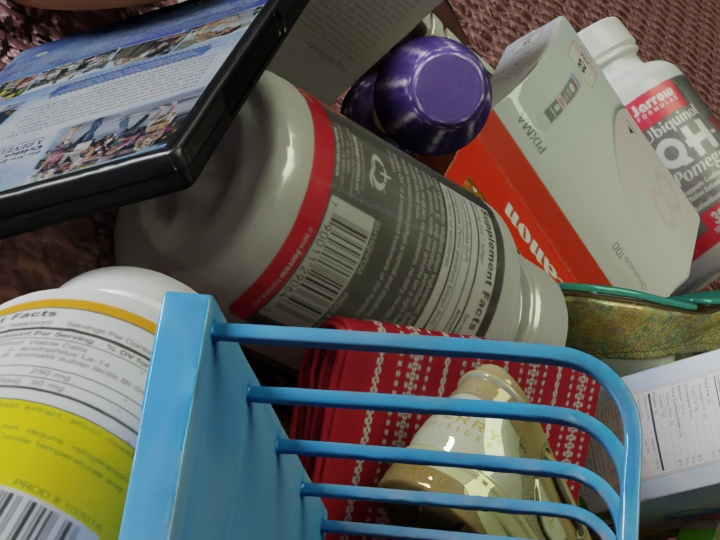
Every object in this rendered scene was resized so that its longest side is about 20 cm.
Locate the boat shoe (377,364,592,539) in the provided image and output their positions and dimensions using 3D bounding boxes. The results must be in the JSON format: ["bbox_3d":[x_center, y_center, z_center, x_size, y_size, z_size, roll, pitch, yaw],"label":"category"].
[{"bbox_3d":[0.073,0.119,0.640,0.063,0.073,0.201,-55,133,-23],"label":"boat shoe"}]

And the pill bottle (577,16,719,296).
[{"bbox_3d":[0.214,-0.084,1.169,0.200,0.111,0.111,55,27,9],"label":"pill bottle"}]

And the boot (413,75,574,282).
[{"bbox_3d":[0.055,-0.038,0.923,0.200,0.077,0.155,60,31,3],"label":"boot"}]

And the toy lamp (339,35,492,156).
[{"bbox_3d":[0.027,-0.083,0.794,0.058,0.058,0.200,47,-2,-7],"label":"toy lamp"}]

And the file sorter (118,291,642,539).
[{"bbox_3d":[0.013,0.111,0.446,0.200,0.123,0.139,72,23,-64],"label":"file sorter"}]

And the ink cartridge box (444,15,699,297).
[{"bbox_3d":[0.128,-0.040,0.911,0.163,0.057,0.200,54,25,-15],"label":"ink cartridge box"}]

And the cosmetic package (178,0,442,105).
[{"bbox_3d":[-0.010,-0.161,0.818,0.074,0.200,0.102,35,30,-29],"label":"cosmetic package"}]

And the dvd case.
[{"bbox_3d":[-0.104,-0.063,0.621,0.200,0.143,0.018,-69,142,-60],"label":"dvd case"}]

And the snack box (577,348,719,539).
[{"bbox_3d":[0.183,0.087,0.794,0.169,0.200,0.068,12,62,-50],"label":"snack box"}]

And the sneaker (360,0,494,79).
[{"bbox_3d":[0.007,-0.175,1.022,0.200,0.076,0.116,41,21,-41],"label":"sneaker"}]

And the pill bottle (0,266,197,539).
[{"bbox_3d":[-0.096,0.078,0.480,0.109,0.109,0.200,44,27,-13],"label":"pill bottle"}]

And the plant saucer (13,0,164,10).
[{"bbox_3d":[-0.093,-0.165,0.744,0.200,0.200,0.037,-72,155,-60],"label":"plant saucer"}]

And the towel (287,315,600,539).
[{"bbox_3d":[0.032,0.097,0.659,0.200,0.022,0.145,11,91,-52],"label":"towel"}]

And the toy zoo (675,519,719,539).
[{"bbox_3d":[0.147,0.215,0.708,0.200,0.020,0.131,-49,132,-63],"label":"toy zoo"}]

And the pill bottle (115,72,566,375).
[{"bbox_3d":[0.000,0.000,0.711,0.200,0.111,0.111,28,34,-38],"label":"pill bottle"}]

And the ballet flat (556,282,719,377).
[{"bbox_3d":[0.165,0.040,0.858,0.200,0.071,0.071,2,53,-43],"label":"ballet flat"}]
